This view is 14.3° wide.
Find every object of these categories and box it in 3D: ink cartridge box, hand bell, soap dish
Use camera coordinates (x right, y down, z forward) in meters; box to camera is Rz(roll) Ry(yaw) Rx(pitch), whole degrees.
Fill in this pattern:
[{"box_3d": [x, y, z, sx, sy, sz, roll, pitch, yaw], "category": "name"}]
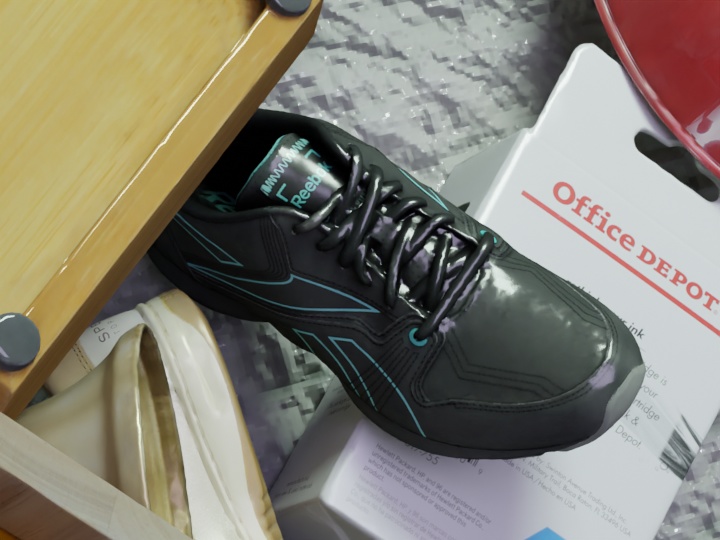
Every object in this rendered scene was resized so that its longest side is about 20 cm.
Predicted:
[{"box_3d": [0.065, 0.033, 1.027, 0.116, 0.068, 0.200, 35, 69, -13], "category": "ink cartridge box"}, {"box_3d": [-0.156, 0.083, 0.885, 0.200, 0.104, 0.104, -9, 82, 2], "category": "hand bell"}, {"box_3d": [-0.114, -0.059, 0.839, 0.157, 0.081, 0.200, 43, 62, -14], "category": "soap dish"}]

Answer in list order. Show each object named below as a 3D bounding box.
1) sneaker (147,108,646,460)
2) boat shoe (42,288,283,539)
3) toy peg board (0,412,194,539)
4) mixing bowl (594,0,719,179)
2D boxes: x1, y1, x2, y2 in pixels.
[{"box_3d": [0.000, 0.000, 0.946, 0.200, 0.079, 0.075, 23, 67, 25], "category": "sneaker"}, {"box_3d": [-0.057, 0.110, 0.965, 0.069, 0.074, 0.200, -19, 87, -8], "category": "boat shoe"}, {"box_3d": [-0.165, 0.121, 0.812, 0.199, 0.200, 0.098, 37, 41, -25], "category": "toy peg board"}, {"box_3d": [0.193, -0.118, 1.055, 0.200, 0.108, 0.200, 19, 52, -27], "category": "mixing bowl"}]
